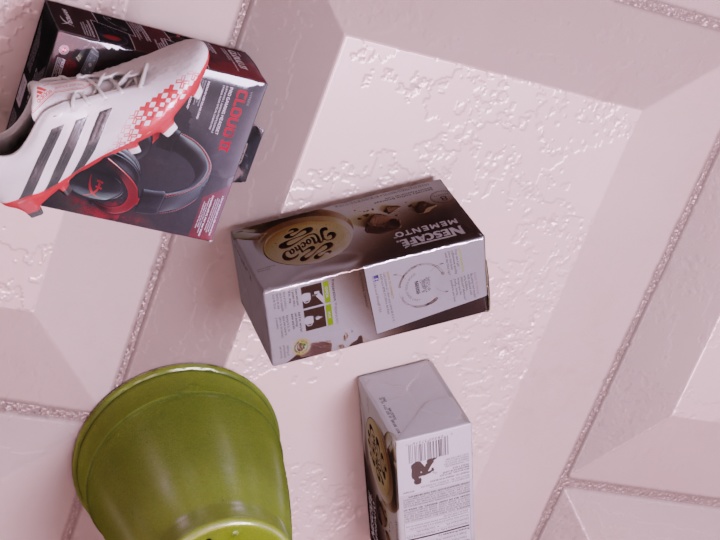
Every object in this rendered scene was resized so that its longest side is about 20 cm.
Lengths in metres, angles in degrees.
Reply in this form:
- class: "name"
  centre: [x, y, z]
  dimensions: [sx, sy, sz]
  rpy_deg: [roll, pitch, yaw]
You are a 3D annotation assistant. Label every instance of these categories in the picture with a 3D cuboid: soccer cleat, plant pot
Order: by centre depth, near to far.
- class: "soccer cleat"
  centre: [-0.205, -0.122, 1.273]
  dimensions: [0.199, 0.069, 0.085]
  rpy_deg: [-33, 127, 5]
- class: "plant pot"
  centre: [-0.143, 0.219, 1.504]
  dimensions: [0.199, 0.193, 0.201]
  rpy_deg: [-9, 121, -15]

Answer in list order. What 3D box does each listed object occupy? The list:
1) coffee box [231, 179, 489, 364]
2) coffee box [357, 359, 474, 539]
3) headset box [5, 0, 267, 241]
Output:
- class: "coffee box"
  centre: [0.000, 0.000, 1.472]
  dimensions: [0.199, 0.113, 0.080]
  rpy_deg: [-14, 123, -12]
- class: "coffee box"
  centre: [0.055, 0.204, 1.619]
  dimensions: [0.079, 0.113, 0.201]
  rpy_deg: [-12, 123, -13]
- class: "headset box"
  centre: [-0.177, -0.117, 1.370]
  dimensions: [0.199, 0.075, 0.149]
  rpy_deg: [12, 113, -26]
